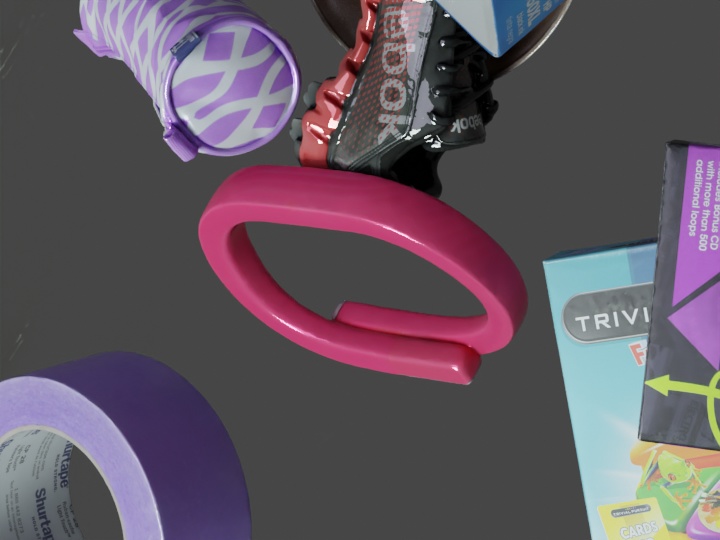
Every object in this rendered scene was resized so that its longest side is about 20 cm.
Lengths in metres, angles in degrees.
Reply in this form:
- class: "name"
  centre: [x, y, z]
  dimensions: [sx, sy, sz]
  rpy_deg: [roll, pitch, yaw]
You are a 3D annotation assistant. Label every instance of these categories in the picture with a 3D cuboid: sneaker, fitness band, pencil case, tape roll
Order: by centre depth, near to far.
- class: "sneaker"
  centre: [0.038, -0.117, 0.996]
  dimensions: [0.098, 0.071, 0.201]
  rpy_deg: [39, 122, 25]
- class: "fitness band"
  centre: [0.000, 0.000, 1.056]
  dimensions: [0.199, 0.038, 0.144]
  rpy_deg: [7, 143, 38]
- class: "pencil case"
  centre: [-0.101, -0.127, 1.083]
  dimensions: [0.086, 0.084, 0.200]
  rpy_deg: [-49, 30, 5]
- class: "tape roll"
  centre: [-0.172, 0.158, 1.243]
  dimensions: [0.199, 0.085, 0.201]
  rpy_deg: [8, 104, 35]

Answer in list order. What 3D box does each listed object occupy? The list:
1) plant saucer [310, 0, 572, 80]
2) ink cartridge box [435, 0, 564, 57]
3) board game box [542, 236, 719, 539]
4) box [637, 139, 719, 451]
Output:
- class: "plant saucer"
  centre: [0.047, -0.198, 1.035]
  dimensions: [0.199, 0.032, 0.201]
  rpy_deg: [9, 105, 37]
- class: "ink cartridge box"
  centre: [0.088, -0.224, 0.900]
  dimensions: [0.200, 0.084, 0.145]
  rpy_deg: [-41, 70, -7]
- class: "board game box"
  centre: [0.183, 0.079, 0.947]
  dimensions: [0.150, 0.047, 0.201]
  rpy_deg: [-10, 94, 19]
- class: "box"
  centre: [0.234, 0.020, 0.881]
  dimensions: [0.199, 0.036, 0.144]
  rpy_deg: [6, 97, 13]
